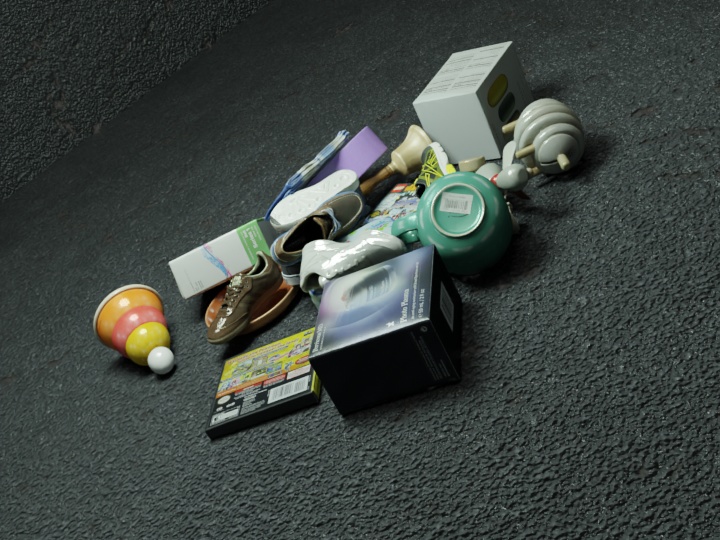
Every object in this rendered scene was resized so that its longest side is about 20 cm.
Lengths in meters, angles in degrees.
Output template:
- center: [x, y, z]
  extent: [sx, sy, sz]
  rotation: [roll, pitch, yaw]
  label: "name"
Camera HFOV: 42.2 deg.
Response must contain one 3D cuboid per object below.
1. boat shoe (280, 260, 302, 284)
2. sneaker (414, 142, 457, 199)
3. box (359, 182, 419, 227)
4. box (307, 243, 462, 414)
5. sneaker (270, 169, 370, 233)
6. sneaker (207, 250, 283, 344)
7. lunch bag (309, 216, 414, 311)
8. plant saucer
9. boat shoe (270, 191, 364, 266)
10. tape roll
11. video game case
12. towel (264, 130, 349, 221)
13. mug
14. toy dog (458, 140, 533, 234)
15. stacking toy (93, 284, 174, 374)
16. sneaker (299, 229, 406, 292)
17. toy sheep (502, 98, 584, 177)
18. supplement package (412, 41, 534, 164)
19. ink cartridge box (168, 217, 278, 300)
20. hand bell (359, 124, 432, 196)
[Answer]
- center: [-0.056, -0.039, 1.728]
  extent: [0.197, 0.069, 0.072]
  rotation: [-19, 30, -9]
  label: "boat shoe"
- center: [0.131, -0.172, 1.708]
  extent: [0.084, 0.075, 0.201]
  rotation: [-26, 28, 3]
  label: "sneaker"
- center: [0.111, -0.113, 1.753]
  extent: [0.198, 0.040, 0.137]
  rotation: [2, 39, 45]
  label: "box"
- center: [0.041, 0.087, 1.404]
  extent: [0.196, 0.124, 0.201]
  rotation: [-20, 29, 18]
  label: "box"
- center: [-0.072, -0.089, 1.778]
  extent: [0.199, 0.148, 0.080]
  rotation: [-33, 48, -21]
  label: "sneaker"
- center: [-0.222, 0.047, 1.691]
  extent: [0.070, 0.076, 0.200]
  rotation: [0, 39, 42]
  label: "sneaker"
- center: [0.000, 0.000, 1.624]
  extent: [0.198, 0.083, 0.161]
  rotation: [-30, 27, -2]
  label: "lunch bag"
- center: [-0.201, 0.058, 1.769]
  extent: [0.198, 0.033, 0.201]
  rotation: [-21, 29, 12]
  label: "plant saucer"
- center: [-0.067, -0.074, 1.657]
  extent: [0.199, 0.073, 0.072]
  rotation: [-39, 5, -16]
  label: "boat shoe"
- center: [-0.035, -0.203, 1.919]
  extent: [0.200, 0.066, 0.200]
  rotation: [-44, 4, 4]
  label: "tape roll"
- center: [-0.151, 0.179, 1.530]
  extent: [0.198, 0.026, 0.182]
  rotation: [-21, 29, 16]
  label: "video game case"
- center: [-0.107, -0.188, 1.839]
  extent: [0.200, 0.024, 0.147]
  rotation: [-48, 3, -34]
  label: "towel"
- center: [0.151, -0.071, 1.497]
  extent: [0.184, 0.114, 0.153]
  rotation: [-38, 70, 2]
  label: "mug"
- center: [0.252, -0.158, 1.616]
  extent: [0.095, 0.134, 0.200]
  rotation: [-20, 28, -17]
  label: "toy dog"
- center: [-0.409, 0.135, 1.773]
  extent: [0.145, 0.147, 0.200]
  rotation: [-35, 47, -13]
  label: "stacking toy"
- center: [-0.014, -0.006, 1.522]
  extent: [0.198, 0.075, 0.101]
  rotation: [-11, 49, 31]
  label: "sneaker"
- center: [0.333, -0.233, 1.659]
  extent: [0.136, 0.138, 0.201]
  rotation: [-24, 43, 9]
  label: "toy sheep"
- center: [0.234, -0.336, 1.886]
  extent: [0.149, 0.153, 0.201]
  rotation: [-3, 37, 38]
  label: "supplement package"
- center: [-0.264, -0.027, 1.859]
  extent: [0.198, 0.085, 0.145]
  rotation: [-25, 3, 7]
  label: "ink cartridge box"
- center: [0.050, -0.196, 1.860]
  extent: [0.199, 0.105, 0.104]
  rotation: [-32, 28, -13]
  label: "hand bell"
